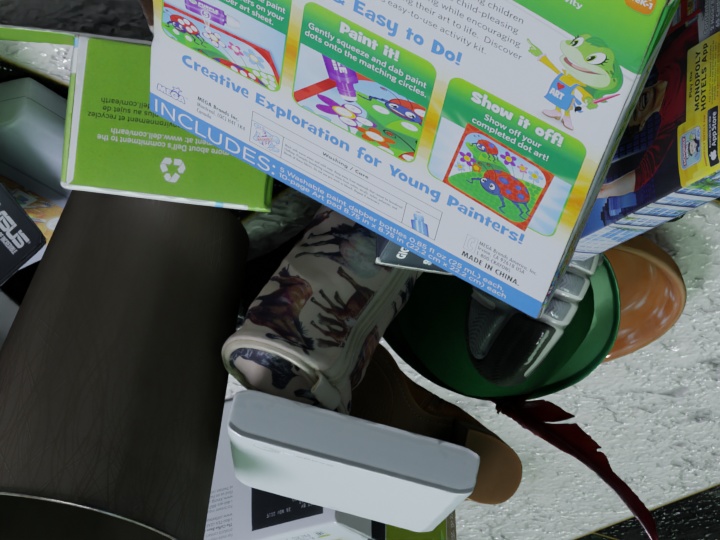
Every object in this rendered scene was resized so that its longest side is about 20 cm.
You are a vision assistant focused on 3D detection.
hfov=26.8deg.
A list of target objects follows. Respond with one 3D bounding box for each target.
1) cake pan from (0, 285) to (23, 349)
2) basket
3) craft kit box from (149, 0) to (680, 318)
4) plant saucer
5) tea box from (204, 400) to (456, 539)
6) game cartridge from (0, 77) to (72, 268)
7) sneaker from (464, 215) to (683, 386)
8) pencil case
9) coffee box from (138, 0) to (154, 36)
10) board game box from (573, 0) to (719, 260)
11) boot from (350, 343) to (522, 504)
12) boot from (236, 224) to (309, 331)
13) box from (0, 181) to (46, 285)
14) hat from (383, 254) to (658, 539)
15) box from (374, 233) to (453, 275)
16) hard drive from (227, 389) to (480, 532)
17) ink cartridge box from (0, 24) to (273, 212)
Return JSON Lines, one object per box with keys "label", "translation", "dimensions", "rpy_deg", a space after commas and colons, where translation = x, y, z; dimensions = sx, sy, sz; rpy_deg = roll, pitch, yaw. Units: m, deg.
{"label": "cake pan", "translation": [-0.194, 0.074, 1.038], "dimensions": [0.199, 0.037, 0.200], "rpy_deg": [37, 174, 4]}
{"label": "basket", "translation": [-0.142, 0.058, 0.864], "dimensions": [0.179, 0.202, 0.136], "rpy_deg": [-11, 145, 41]}
{"label": "craft kit box", "translation": [0.011, -0.093, 0.578], "dimensions": [0.198, 0.049, 0.198], "rpy_deg": [29, 149, 10]}
{"label": "plant saucer", "translation": [0.127, 0.015, 1.058], "dimensions": [0.197, 0.038, 0.201], "rpy_deg": [-1, 152, 0]}
{"label": "tea box", "translation": [-0.048, 0.198, 1.279], "dimensions": [0.198, 0.135, 0.196], "rpy_deg": [-17, 146, 27]}
{"label": "game cartridge", "translation": [-0.236, -0.049, 0.932], "dimensions": [0.198, 0.042, 0.133], "rpy_deg": [-22, 149, 32]}
{"label": "sneaker", "translation": [0.141, -0.021, 0.870], "dimensions": [0.115, 0.202, 0.075], "rpy_deg": [12, -166, -41]}
{"label": "pencil case", "translation": [0.000, 0.000, 0.862], "dimensions": [0.089, 0.201, 0.078], "rpy_deg": [-11, 127, 47]}
{"label": "coffee box", "translation": [-0.058, -0.192, 0.632], "dimensions": [0.111, 0.081, 0.201], "rpy_deg": [-4, 151, 7]}
{"label": "board game box", "translation": [0.139, -0.109, 0.717], "dimensions": [0.061, 0.203, 0.200], "rpy_deg": [10, 163, -19]}
{"label": "boot", "translation": [0.006, 0.089, 1.005], "dimensions": [0.198, 0.078, 0.155], "rpy_deg": [25, 175, -13]}
{"label": "boot", "translation": [-0.086, 0.016, 1.006], "dimensions": [0.156, 0.080, 0.211], "rpy_deg": [10, 150, -19]}
{"label": "box", "translation": [-0.276, -0.023, 0.802], "dimensions": [0.160, 0.043, 0.201], "rpy_deg": [-43, 149, -10]}
{"label": "hat", "translation": [0.070, 0.063, 0.914], "dimensions": [0.198, 0.177, 0.167], "rpy_deg": [-17, 118, 30]}
{"label": "box", "translation": [0.055, -0.115, 0.695], "dimensions": [0.045, 0.161, 0.200], "rpy_deg": [8, 151, -14]}
{"label": "hard drive", "translation": [-0.009, 0.113, 0.863], "dimensions": [0.130, 0.027, 0.200], "rpy_deg": [15, 165, 1]}
{"label": "ink cartridge box", "translation": [-0.147, -0.081, 0.768], "dimensions": [0.197, 0.077, 0.148], "rpy_deg": [5, -175, -11]}
